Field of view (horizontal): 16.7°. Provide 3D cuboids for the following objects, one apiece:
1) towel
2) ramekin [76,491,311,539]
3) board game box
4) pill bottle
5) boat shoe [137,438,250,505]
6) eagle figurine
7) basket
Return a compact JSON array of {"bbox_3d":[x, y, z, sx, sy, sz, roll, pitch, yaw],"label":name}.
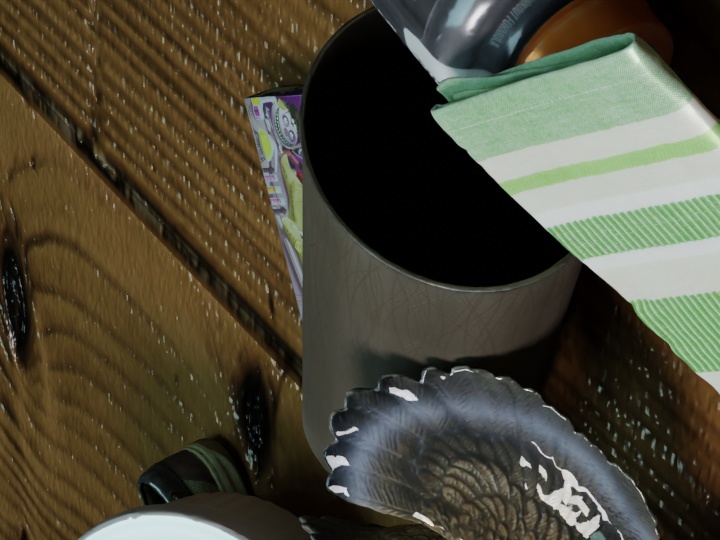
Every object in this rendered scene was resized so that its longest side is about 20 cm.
[{"bbox_3d":[0.132,-0.015,0.963,0.200,0.023,0.152,42,158,-19],"label":"towel"},{"bbox_3d":[-0.087,0.224,1.447,0.201,0.094,0.204,6,105,23],"label":"ramekin"},{"bbox_3d":[0.000,0.000,1.301,0.120,0.032,0.202,0,107,56],"label":"board game box"},{"bbox_3d":[0.048,-0.142,1.044,0.200,0.106,0.107,54,147,28],"label":"pill bottle"},{"bbox_3d":[-0.085,0.208,1.535,0.072,0.066,0.202,-25,86,61],"label":"boat shoe"},{"bbox_3d":[0.072,0.139,1.092,0.152,0.151,0.200,-46,67,19],"label":"eagle figurine"},{"bbox_3d":[0.034,0.008,1.138,0.201,0.135,0.181,96,169,-47],"label":"basket"}]
